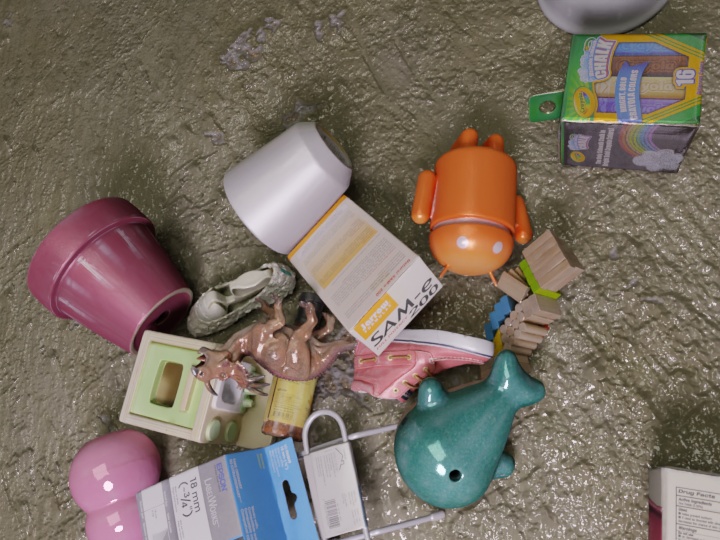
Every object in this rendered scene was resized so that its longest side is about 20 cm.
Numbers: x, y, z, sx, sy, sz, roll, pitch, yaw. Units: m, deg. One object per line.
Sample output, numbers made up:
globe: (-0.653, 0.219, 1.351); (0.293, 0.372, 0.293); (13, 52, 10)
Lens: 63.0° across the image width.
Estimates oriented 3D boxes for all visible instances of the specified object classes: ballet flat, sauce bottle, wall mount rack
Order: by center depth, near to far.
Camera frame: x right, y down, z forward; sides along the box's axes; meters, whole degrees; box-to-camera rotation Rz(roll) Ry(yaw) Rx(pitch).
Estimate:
wall mount rack: (0.005, 0.271, 0.745); (0.171, 0.074, 0.204); (-21, 67, 16)
sauce bottle: (-0.086, 0.131, 0.821); (0.065, 0.066, 0.204); (7, 72, 21)
ballet flat: (-0.192, 0.036, 0.891); (0.197, 0.072, 0.073); (-26, 66, 11)

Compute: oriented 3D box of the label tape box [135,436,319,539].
label tape box: (-0.163, 0.305, 0.713); (0.197, 0.063, 0.147); (-25, 67, 8)

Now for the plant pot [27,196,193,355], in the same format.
plant pot: (-0.363, 0.022, 0.897); (0.178, 0.200, 0.201); (39, 88, 10)

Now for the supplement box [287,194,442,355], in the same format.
supplement box: (0.000, 0.000, 0.794); (0.126, 0.074, 0.200); (-46, 42, 1)

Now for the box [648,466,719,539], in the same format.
box: (0.359, 0.310, 0.584); (0.125, 0.109, 0.205); (3, 74, 20)

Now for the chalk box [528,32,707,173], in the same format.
chalk box: (0.319, -0.215, 0.757); (0.196, 0.124, 0.126); (9, 76, 20)

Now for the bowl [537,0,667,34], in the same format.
bowl: (0.351, -0.448, 0.839); (0.197, 0.090, 0.206); (-6, 72, 18)

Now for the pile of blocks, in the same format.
pile of blocks: (0.212, 0.050, 0.740); (0.082, 0.061, 0.203); (46, 115, 50)

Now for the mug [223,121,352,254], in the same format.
mug: (-0.100, -0.145, 0.855); (0.152, 0.149, 0.189); (-38, 59, 18)

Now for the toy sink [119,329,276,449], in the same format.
toy sink: (-0.218, 0.170, 0.830); (0.196, 0.112, 0.133); (8, 76, 21)

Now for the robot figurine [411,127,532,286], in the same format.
robot figurine: (0.151, -0.082, 0.779); (0.115, 0.143, 0.205); (-6, 69, 40)

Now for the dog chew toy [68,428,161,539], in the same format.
dog chew toy: (-0.329, 0.332, 0.819); (0.122, 0.124, 0.204); (-23, 75, 11)

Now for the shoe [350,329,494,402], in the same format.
shoe: (0.075, 0.126, 0.759); (0.197, 0.071, 0.093); (1, 76, 33)

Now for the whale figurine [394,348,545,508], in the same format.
whale figurine: (0.129, 0.189, 0.684); (0.200, 0.104, 0.159); (-43, 96, 7)

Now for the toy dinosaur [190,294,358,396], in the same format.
toy dinosaur: (-0.102, 0.109, 0.758); (0.195, 0.086, 0.139); (11, 78, 7)
